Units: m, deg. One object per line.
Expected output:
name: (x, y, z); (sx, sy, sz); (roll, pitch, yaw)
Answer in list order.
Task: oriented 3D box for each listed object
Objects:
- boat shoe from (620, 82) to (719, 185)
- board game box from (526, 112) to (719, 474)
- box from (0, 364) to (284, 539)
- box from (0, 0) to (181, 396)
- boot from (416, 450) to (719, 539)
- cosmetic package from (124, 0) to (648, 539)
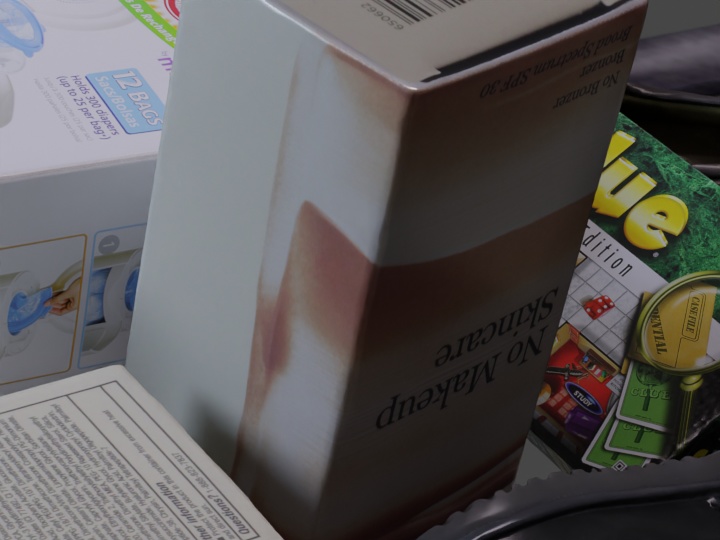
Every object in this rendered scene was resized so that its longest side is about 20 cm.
boat shoe: (0.082, -0.049, 0.932); (0.200, 0.065, 0.073); (8, 37, -3)
board game box: (0.065, -0.006, 0.835); (0.105, 0.023, 0.200); (-39, 47, -10)
box: (-0.127, 0.101, 0.643); (0.200, 0.078, 0.095); (-14, 42, -33)
box: (-0.101, -0.024, 0.810); (0.200, 0.101, 0.113); (-10, 40, -28)
boot: (0.114, 0.139, 0.682); (0.165, 0.066, 0.200); (-15, 47, -31)
cosmetic package: (0.000, 0.000, 0.719); (0.087, 0.200, 0.103); (36, 42, 29)
